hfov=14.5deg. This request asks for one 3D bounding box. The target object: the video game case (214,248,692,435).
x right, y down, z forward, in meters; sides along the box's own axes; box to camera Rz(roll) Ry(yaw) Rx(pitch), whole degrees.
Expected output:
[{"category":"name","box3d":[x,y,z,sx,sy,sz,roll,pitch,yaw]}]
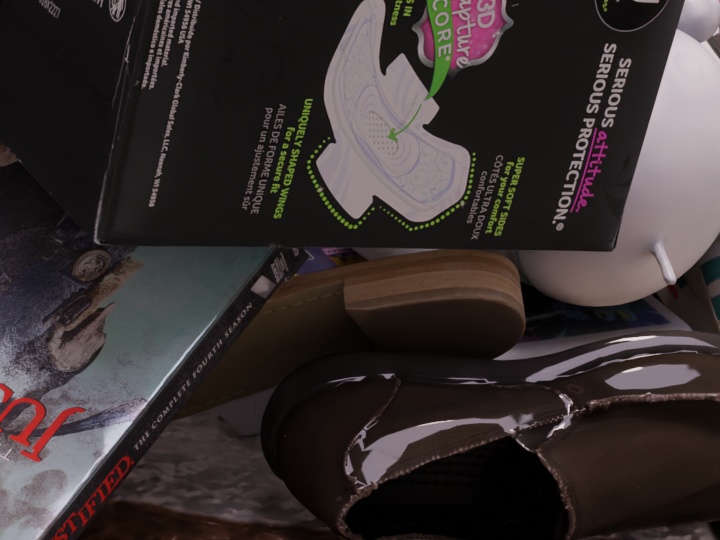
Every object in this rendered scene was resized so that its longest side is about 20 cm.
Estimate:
[{"category":"video game case","box3d":[0.000,0.000,1.117,0.200,0.023,0.182,-6,31,-30]}]

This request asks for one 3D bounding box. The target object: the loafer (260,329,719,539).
[{"category":"loafer","box3d":[0.068,0.071,0.964,0.200,0.073,0.071,-3,39,-12]}]

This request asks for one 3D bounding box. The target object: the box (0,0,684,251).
[{"category":"box","box3d":[-0.016,-0.091,0.940,0.200,0.124,0.149,1,25,-32]}]

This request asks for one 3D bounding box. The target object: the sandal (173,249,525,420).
[{"category":"sandal","box3d":[-0.052,0.004,0.983,0.212,0.078,0.070,-7,58,1]}]

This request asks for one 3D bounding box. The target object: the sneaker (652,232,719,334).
[{"category":"sneaker","box3d":[0.172,0.003,1.088,0.070,0.093,0.200,-1,29,-19]}]

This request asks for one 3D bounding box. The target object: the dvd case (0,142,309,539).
[{"category":"dvd case","box3d":[-0.132,0.033,0.912,0.146,0.022,0.200,25,61,26]}]

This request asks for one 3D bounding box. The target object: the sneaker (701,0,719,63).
[{"category":"sneaker","box3d":[0.132,-0.086,1.270,0.098,0.071,0.200,5,29,-13]}]

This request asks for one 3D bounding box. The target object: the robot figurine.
[{"category":"robot figurine","box3d":[0.066,-0.058,1.102,0.200,0.113,0.170,31,73,34]}]
